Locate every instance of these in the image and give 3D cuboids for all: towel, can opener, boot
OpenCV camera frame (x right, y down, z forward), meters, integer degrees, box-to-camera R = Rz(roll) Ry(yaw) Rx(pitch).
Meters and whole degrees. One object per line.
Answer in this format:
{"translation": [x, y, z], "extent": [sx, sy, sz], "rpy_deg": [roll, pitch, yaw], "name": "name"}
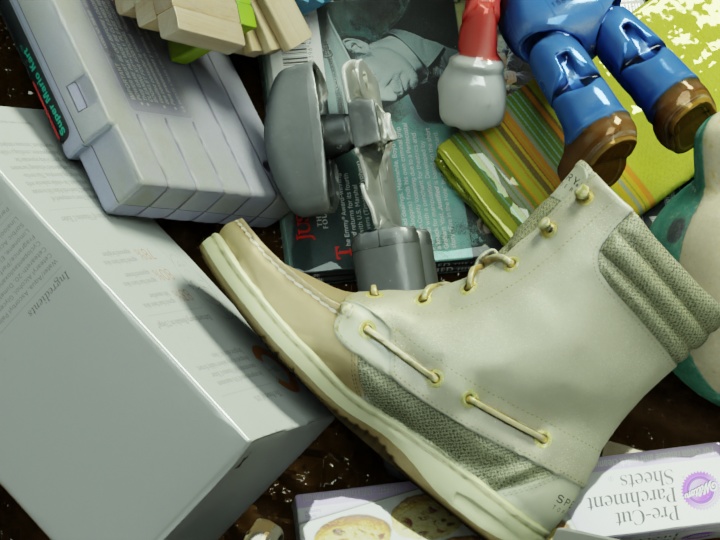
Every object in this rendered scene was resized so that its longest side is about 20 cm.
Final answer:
{"translation": [0.137, -0.077, 1.164], "extent": [0.200, 0.018, 0.086], "rpy_deg": [-35, 82, -18], "name": "towel"}
{"translation": [0.000, 0.000, 1.108], "extent": [0.066, 0.053, 0.201], "rpy_deg": [-10, 84, 15], "name": "can opener"}
{"translation": [0.044, 0.008, 1.039], "extent": [0.200, 0.072, 0.155], "rpy_deg": [41, 91, 2], "name": "boot"}

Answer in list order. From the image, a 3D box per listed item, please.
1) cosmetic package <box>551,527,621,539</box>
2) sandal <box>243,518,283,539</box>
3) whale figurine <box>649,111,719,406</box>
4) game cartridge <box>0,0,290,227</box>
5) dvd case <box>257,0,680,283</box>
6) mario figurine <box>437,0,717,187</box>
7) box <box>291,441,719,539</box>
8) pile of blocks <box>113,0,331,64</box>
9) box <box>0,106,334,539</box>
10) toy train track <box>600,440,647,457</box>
{"translation": [0.164, 0.196, 1.008], "extent": [0.199, 0.085, 0.108], "rpy_deg": [27, 79, -24], "name": "cosmetic package"}
{"translation": [-0.041, 0.207, 1.002], "extent": [0.054, 0.082, 0.201], "rpy_deg": [4, 83, 0], "name": "sandal"}
{"translation": [0.203, -0.028, 1.121], "extent": [0.159, 0.104, 0.201], "rpy_deg": [33, 74, -31], "name": "whale figurine"}
{"translation": [-0.115, -0.112, 1.111], "extent": [0.129, 0.038, 0.201], "rpy_deg": [0, 58, -53], "name": "game cartridge"}
{"translation": [0.054, -0.070, 1.169], "extent": [0.199, 0.022, 0.147], "rpy_deg": [-5, 71, -10], "name": "dvd case"}
{"translation": [0.091, -0.129, 1.147], "extent": [0.123, 0.106, 0.201], "rpy_deg": [-5, 58, -45], "name": "mario figurine"}
{"translation": [0.069, 0.112, 1.083], "extent": [0.199, 0.039, 0.042], "rpy_deg": [-6, 73, -2], "name": "box"}
{"translation": [-0.060, -0.138, 1.136], "extent": [0.200, 0.062, 0.082], "rpy_deg": [-33, 99, -55], "name": "pile of blocks"}
{"translation": [-0.125, 0.030, 1.041], "extent": [0.200, 0.124, 0.098], "rpy_deg": [46, 103, 10], "name": "box"}
{"translation": [0.209, 0.118, 1.119], "extent": [0.199, 0.033, 0.115], "rpy_deg": [14, 76, 4], "name": "toy train track"}
